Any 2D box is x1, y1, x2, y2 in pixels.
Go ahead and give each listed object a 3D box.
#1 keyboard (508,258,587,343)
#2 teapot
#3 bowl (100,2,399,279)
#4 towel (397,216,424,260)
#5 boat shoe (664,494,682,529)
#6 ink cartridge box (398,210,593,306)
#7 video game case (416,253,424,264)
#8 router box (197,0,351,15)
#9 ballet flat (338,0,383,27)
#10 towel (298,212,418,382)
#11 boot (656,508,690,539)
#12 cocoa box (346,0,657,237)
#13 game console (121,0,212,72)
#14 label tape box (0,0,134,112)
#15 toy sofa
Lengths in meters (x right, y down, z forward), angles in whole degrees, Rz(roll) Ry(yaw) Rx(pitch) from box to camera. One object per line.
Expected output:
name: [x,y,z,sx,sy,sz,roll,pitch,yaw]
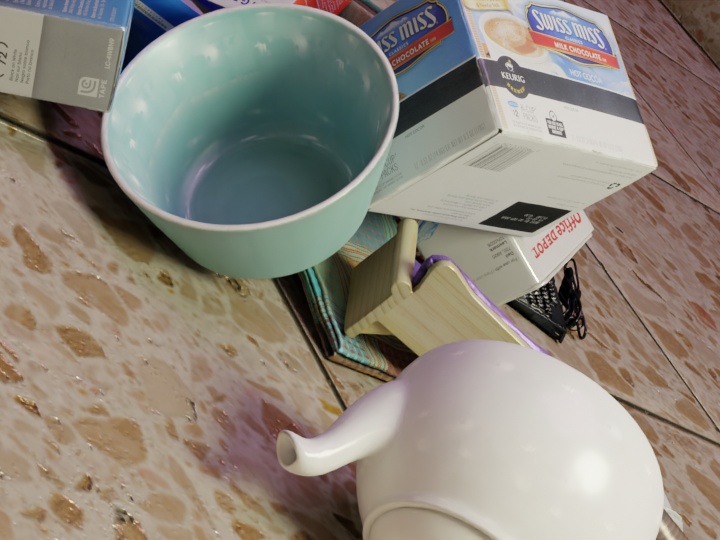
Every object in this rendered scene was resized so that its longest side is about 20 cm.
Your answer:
keyboard: [0.169,-0.003,1.895,0.104,0.040,0.200,36,20,-17]
teapot: [0.075,0.151,1.190,0.199,0.198,0.146,13,48,27]
bowl: [-0.067,-0.073,1.374,0.201,0.200,0.105,57,-14,38]
towel: [0.020,-0.075,1.699,0.200,0.023,0.145,42,18,-2]
boat shoe: [0.183,0.182,1.478,0.069,0.072,0.200,50,11,22]
ink cartridge box: [0.087,-0.079,1.630,0.201,0.084,0.145,59,30,-4]
video game case: [-0.022,-0.068,1.671,0.181,0.026,0.200,52,20,28]
router box: [-0.086,-0.255,1.553,0.199,0.180,0.049,26,-30,29]
ballet flat: [-0.032,-0.199,1.578,0.200,0.062,0.067,41,1,36]
towel: [0.000,0.000,1.514,0.146,0.022,0.201,22,37,-45]
boot: [0.164,0.213,1.331,0.199,0.070,0.147,4,-54,53]
cocoa box: [0.094,-0.117,1.470,0.199,0.133,0.132,7,61,-48]
game console: [-0.174,-0.198,1.515,0.200,0.170,0.119,35,46,-19]
label tape box: [-0.251,-0.174,1.346,0.198,0.067,0.144,9,25,-6]
toy sofa: [0.089,0.053,1.463,0.200,0.097,0.083,41,29,-20]
